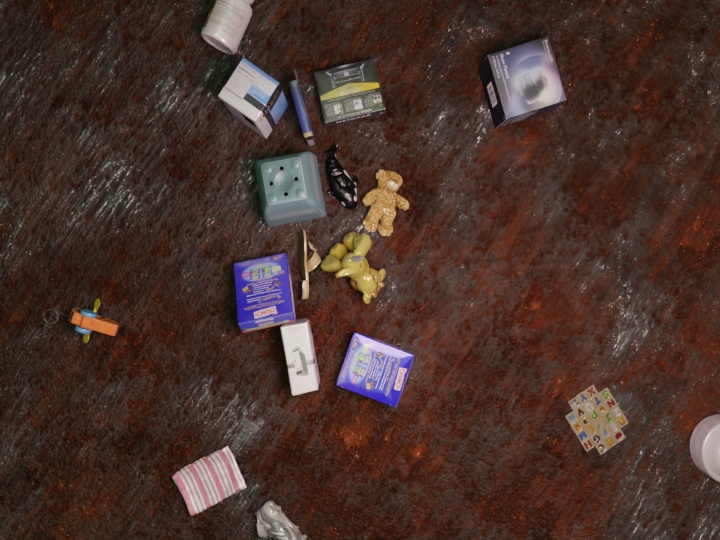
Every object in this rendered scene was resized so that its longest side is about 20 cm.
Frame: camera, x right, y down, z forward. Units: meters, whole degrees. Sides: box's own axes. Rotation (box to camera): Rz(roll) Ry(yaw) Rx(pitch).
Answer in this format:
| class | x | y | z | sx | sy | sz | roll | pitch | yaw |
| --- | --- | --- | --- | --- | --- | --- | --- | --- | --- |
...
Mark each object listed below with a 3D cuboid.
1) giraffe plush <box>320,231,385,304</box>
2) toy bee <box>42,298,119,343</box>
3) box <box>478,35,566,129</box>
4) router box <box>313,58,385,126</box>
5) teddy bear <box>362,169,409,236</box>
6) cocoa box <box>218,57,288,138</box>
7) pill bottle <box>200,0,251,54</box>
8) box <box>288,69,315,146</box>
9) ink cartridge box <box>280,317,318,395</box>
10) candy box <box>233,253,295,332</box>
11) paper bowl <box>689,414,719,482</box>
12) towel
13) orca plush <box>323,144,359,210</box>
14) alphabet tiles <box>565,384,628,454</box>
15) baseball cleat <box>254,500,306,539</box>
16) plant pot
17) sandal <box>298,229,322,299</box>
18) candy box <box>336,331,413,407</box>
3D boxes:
| class | x | y | z | sx | sy | sz | roll | pitch | yaw |
| --- | --- | --- | --- | --- | --- | --- | --- | --- | --- |
| giraffe plush | 0.000 | 0.000 | 1.595 | 0.172 | 0.200 | 0.163 | -42 | 120 | -3 |
| toy bee | -0.841 | 0.140 | 1.606 | 0.200 | 0.108 | 0.132 | 44 | 81 | -26 |
| box | 0.490 | -0.571 | 1.602 | 0.195 | 0.123 | 0.204 | -18 | 91 | -2 |
| router box | -0.033 | -0.549 | 1.625 | 0.196 | 0.052 | 0.161 | -12 | 92 | -1 |
| teddy bear | 0.076 | -0.208 | 1.625 | 0.144 | 0.067 | 0.202 | 32 | 91 | -4 |
| cocoa box | -0.309 | -0.501 | 1.547 | 0.132 | 0.200 | 0.133 | 34 | 90 | -1 |
| pill bottle | -0.391 | -0.774 | 1.585 | 0.113 | 0.114 | 0.203 | 24 | 90 | -1 |
| box | -0.179 | -0.489 | 1.589 | 0.032 | 0.121 | 0.204 | -14 | 91 | 0 |
| ink cartridge box | -0.179 | 0.255 | 1.587 | 0.081 | 0.147 | 0.205 | -10 | 92 | -2 |
| candy box | -0.288 | 0.067 | 1.579 | 0.165 | 0.077 | 0.204 | -11 | 62 | 0 |
| paper bowl | 1.152 | 0.563 | 1.639 | 0.196 | 0.104 | 0.206 | 0 | 91 | 0 |
| towel | -0.472 | 0.660 | 1.645 | 0.197 | 0.030 | 0.149 | -26 | 92 | -1 |
| orca plush | -0.057 | -0.288 | 1.619 | 0.103 | 0.071 | 0.205 | -8 | 91 | -1 |
| alphabet tiles | 0.755 | 0.477 | 1.678 | 0.165 | 0.006 | 0.202 | -33 | 91 | -1 |
| baseball cleat | -0.251 | 0.820 | 1.640 | 0.106 | 0.070 | 0.201 | -40 | 82 | 7 |
| plant pot | -0.216 | -0.250 | 1.553 | 0.191 | 0.200 | 0.201 | -10 | 91 | 0 |
| sandal | -0.153 | -0.019 | 1.632 | 0.068 | 0.077 | 0.217 | -1 | 97 | -21 |
| candy box | 0.045 | 0.302 | 1.619 | 0.196 | 0.077 | 0.172 | 21 | 89 | 0 |
